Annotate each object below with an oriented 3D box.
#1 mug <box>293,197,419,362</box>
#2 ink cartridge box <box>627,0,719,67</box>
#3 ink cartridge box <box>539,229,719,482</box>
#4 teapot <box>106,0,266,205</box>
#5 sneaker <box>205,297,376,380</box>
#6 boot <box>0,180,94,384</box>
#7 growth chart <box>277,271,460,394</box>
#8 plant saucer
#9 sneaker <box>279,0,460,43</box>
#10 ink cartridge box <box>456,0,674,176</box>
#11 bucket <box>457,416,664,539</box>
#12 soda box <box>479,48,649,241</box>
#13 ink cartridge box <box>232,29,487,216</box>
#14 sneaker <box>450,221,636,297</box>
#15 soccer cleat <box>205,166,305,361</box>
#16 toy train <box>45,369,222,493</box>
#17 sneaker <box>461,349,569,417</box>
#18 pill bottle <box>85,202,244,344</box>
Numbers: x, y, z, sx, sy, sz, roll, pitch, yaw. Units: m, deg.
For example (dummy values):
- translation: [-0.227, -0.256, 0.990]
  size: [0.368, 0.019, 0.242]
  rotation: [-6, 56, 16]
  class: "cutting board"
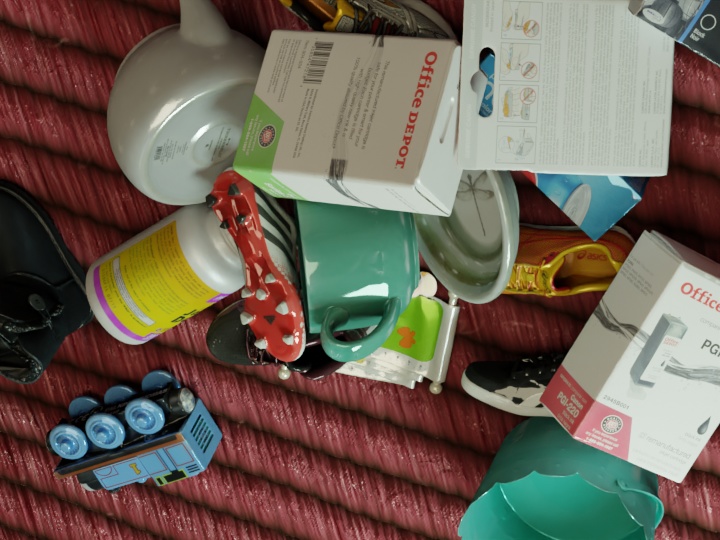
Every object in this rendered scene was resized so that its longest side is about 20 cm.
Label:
- translation: [-0.001, -0.004, 1.631]
  size: [0.114, 0.152, 0.186]
  rotation: [-7, 87, -4]
  class: "mug"
- translation: [0.330, -0.287, 1.442]
  size: [0.099, 0.039, 0.200]
  rotation: [27, 108, -11]
  class: "ink cartridge box"
- translation: [0.289, 0.082, 1.570]
  size: [0.145, 0.085, 0.200]
  rotation: [24, 102, -26]
  class: "ink cartridge box"
- translation: [-0.174, -0.170, 1.631]
  size: [0.200, 0.197, 0.146]
  rotation: [-40, 59, 6]
  class: "teapot"
- translation: [-0.083, 0.074, 1.702]
  size: [0.199, 0.116, 0.076]
  rotation: [-11, 109, 20]
  class: "sneaker"
- translation: [-0.378, 0.010, 1.761]
  size: [0.076, 0.168, 0.200]
  rotation: [-33, 99, 27]
  class: "boot"
- translation: [0.008, 0.060, 1.745]
  size: [0.199, 0.018, 0.145]
  rotation: [7, 114, 14]
  class: "growth chart"
- translation: [0.105, -0.069, 1.598]
  size: [0.200, 0.050, 0.201]
  rotation: [45, 145, 45]
  class: "plant saucer"
- translation: [0.003, -0.234, 1.578]
  size: [0.200, 0.082, 0.078]
  rotation: [28, 118, 3]
  class: "sneaker"
- translation: [0.185, -0.170, 1.501]
  size: [0.199, 0.057, 0.163]
  rotation: [1, 97, -6]
  class: "ink cartridge box"
- translation: [0.210, 0.253, 1.689]
  size: [0.206, 0.135, 0.208]
  rotation: [9, 121, 15]
  class: "bucket"
- translation: [0.181, -0.126, 1.579]
  size: [0.200, 0.064, 0.068]
  rotation: [44, 118, -3]
  class: "soda box"
- translation: [0.000, -0.138, 1.522]
  size: [0.199, 0.084, 0.146]
  rotation: [9, 76, 31]
  class: "ink cartridge box"
- translation: [0.173, -0.007, 1.626]
  size: [0.199, 0.077, 0.073]
  rotation: [-8, 111, 28]
  class: "sneaker"
- translation: [-0.088, -0.010, 1.629]
  size: [0.068, 0.085, 0.201]
  rotation: [-15, 98, 37]
  class: "soccer cleat"
- translation: [-0.259, 0.190, 1.852]
  size: [0.199, 0.087, 0.114]
  rotation: [-20, 112, 24]
  class: "toy train"
- translation: [0.209, 0.091, 1.668]
  size: [0.199, 0.073, 0.112]
  rotation: [12, 113, 3]
  class: "sneaker"
- translation: [-0.185, -0.007, 1.727]
  size: [0.200, 0.104, 0.104]
  rotation: [-29, 102, 27]
  class: "pill bottle"
